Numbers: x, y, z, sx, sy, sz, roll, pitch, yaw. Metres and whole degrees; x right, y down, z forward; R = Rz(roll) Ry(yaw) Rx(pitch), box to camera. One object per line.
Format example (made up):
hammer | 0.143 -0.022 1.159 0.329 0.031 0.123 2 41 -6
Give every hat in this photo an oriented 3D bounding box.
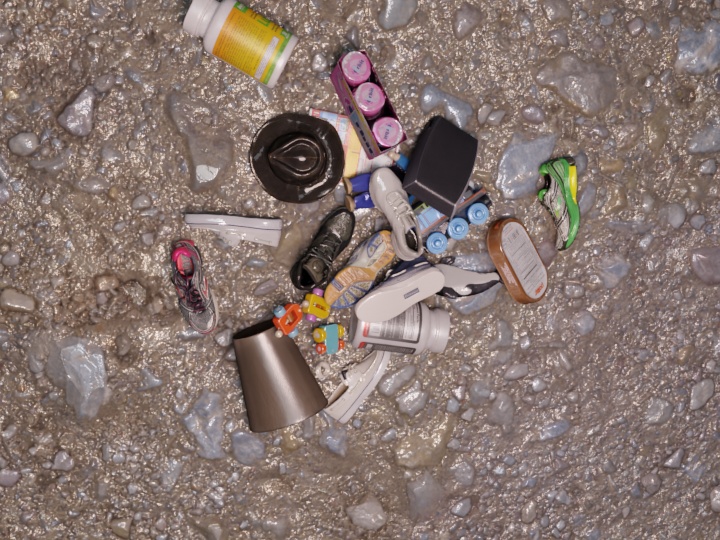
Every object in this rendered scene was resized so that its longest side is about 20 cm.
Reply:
hat | -0.131 -0.222 1.396 0.199 0.081 0.202 1 100 4

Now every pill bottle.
pill bottle | -0.231 -0.447 1.336 0.199 0.111 0.112 28 96 -13
pill bottle | 0.082 0.118 1.494 0.199 0.116 0.117 9 100 -10

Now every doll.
doll | 0.065 -0.183 1.444 0.199 0.048 0.137 -14 119 -13

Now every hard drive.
hard drive | 0.171 -0.217 1.424 0.134 0.042 0.201 30 59 -12

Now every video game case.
video game case | -0.021 -0.247 1.456 0.199 0.017 0.144 10 100 -11

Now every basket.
basket | -0.185 0.215 1.468 0.179 0.136 0.201 -18 99 8

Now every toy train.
toy train | -0.113 0.124 1.459 0.150 0.055 0.200 -54 129 -31
toy train | 0.181 -0.118 1.480 0.200 0.087 0.115 -36 98 0

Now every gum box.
gum box | 0.012 -0.328 1.382 0.066 0.113 0.201 -27 96 -8

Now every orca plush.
orca plush | 0.214 0.027 1.538 0.199 0.071 0.106 -11 58 -16

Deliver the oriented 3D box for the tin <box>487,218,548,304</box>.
tin | 0.344 -0.020 1.518 0.112 0.042 0.201 -40 107 -32

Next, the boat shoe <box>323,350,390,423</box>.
boat shoe | -0.012 0.240 1.531 0.070 0.071 0.200 33 101 -16

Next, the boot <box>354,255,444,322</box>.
boot | 0.070 0.037 1.441 0.199 0.090 0.073 -22 122 -12

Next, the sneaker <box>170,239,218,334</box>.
sneaker | -0.350 0.040 1.435 0.080 0.075 0.201 -17 104 -5

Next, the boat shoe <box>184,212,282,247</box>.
boat shoe | -0.259 -0.080 1.424 0.199 0.074 0.067 4 98 -10

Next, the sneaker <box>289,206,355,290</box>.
sneaker | -0.071 -0.039 1.443 0.076 0.114 0.200 38 92 -15

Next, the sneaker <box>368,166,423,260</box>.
sneaker | 0.081 -0.115 1.389 0.074 0.087 0.201 -28 100 -11

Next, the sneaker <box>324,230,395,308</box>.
sneaker | 0.000 0.000 1.469 0.200 0.088 0.075 -45 102 -5

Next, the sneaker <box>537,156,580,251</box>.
sneaker | 0.427 -0.142 1.523 0.085 0.078 0.201 -6 93 0
